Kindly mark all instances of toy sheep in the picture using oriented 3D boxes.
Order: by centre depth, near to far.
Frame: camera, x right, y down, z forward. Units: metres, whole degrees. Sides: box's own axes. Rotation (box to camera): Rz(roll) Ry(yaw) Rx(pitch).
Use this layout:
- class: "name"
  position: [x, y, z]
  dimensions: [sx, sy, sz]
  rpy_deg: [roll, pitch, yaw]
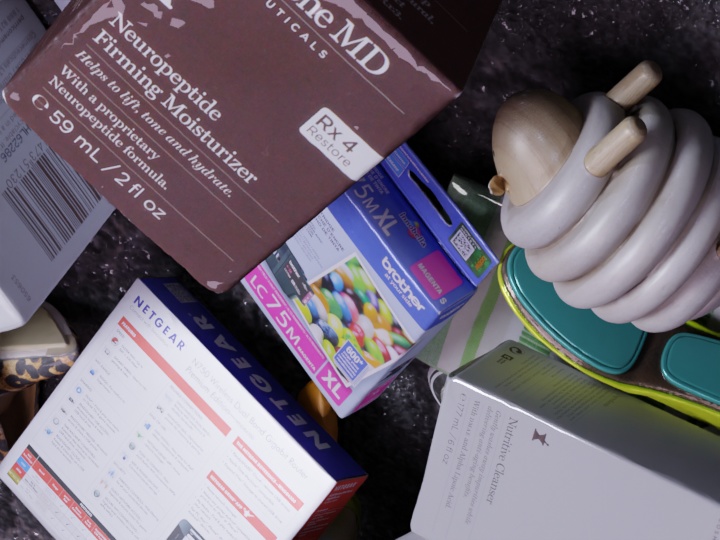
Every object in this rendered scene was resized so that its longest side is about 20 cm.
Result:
- class: "toy sheep"
  position: [0.154, -0.032, 1.219]
  dimensions: [0.200, 0.138, 0.138]
  rpy_deg: [36, 138, -13]

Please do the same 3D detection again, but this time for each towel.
- class: "towel"
  position: [0.129, 0.034, 1.353]
  dimensions: [0.200, 0.023, 0.153]
  rpy_deg: [23, 133, 5]

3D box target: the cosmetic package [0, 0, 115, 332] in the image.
- class: "cosmetic package"
  position: [-0.286, -0.057, 1.424]
  dimensions: [0.200, 0.168, 0.167]
  rpy_deg: [-15, 121, 38]

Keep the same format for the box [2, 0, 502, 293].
- class: "box"
  position: [-0.051, -0.131, 1.191]
  dimensions: [0.166, 0.164, 0.200]
  rpy_deg: [43, 125, -13]

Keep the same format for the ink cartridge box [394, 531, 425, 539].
- class: "ink cartridge box"
  position: [0.060, 0.266, 1.512]
  dimensions: [0.086, 0.147, 0.200]
  rpy_deg: [48, 156, 43]

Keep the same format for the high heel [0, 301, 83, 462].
- class: "high heel"
  position: [-0.231, 0.095, 1.595]
  dimensions: [0.200, 0.071, 0.143]
  rpy_deg: [2, 125, 50]

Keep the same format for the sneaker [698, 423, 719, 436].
- class: "sneaker"
  position: [0.173, 0.158, 1.350]
  dimensions: [0.200, 0.088, 0.076]
  rpy_deg: [-24, 135, 15]

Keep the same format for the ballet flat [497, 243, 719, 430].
- class: "ballet flat"
  position: [0.165, 0.048, 1.297]
  dimensions: [0.200, 0.067, 0.067]
  rpy_deg: [27, 161, 0]

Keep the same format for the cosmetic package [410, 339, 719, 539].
- class: "cosmetic package"
  position: [0.140, 0.135, 1.284]
  dimensions: [0.200, 0.081, 0.113]
  rpy_deg: [24, 117, 25]

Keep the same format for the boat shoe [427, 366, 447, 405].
- class: "boat shoe"
  position: [0.116, 0.130, 1.433]
  dimensions: [0.200, 0.064, 0.071]
  rpy_deg: [43, 137, -9]

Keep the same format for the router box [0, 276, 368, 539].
- class: "router box"
  position: [-0.122, 0.136, 1.483]
  dimensions: [0.200, 0.049, 0.180]
  rpy_deg: [45, 109, 19]

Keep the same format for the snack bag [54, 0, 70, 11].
- class: "snack bag"
  position: [-0.085, -0.139, 1.339]
  dimensions: [0.188, 0.021, 0.200]
  rpy_deg: [-11, 121, 38]

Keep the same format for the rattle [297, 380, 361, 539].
- class: "rattle"
  position: [-0.107, 0.158, 1.520]
  dimensions: [0.199, 0.131, 0.143]
  rpy_deg: [-1, 146, 12]

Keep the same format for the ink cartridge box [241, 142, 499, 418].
- class: "ink cartridge box"
  position: [0.000, 0.000, 1.354]
  dimensions: [0.119, 0.042, 0.200]
  rpy_deg: [53, 145, 9]
